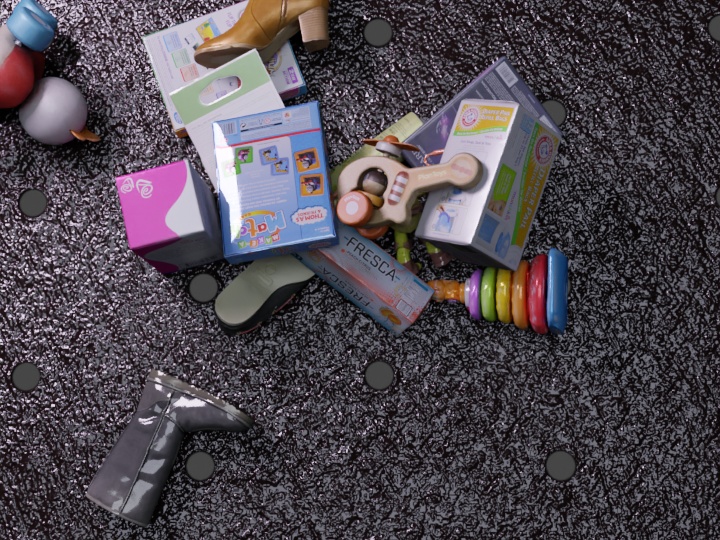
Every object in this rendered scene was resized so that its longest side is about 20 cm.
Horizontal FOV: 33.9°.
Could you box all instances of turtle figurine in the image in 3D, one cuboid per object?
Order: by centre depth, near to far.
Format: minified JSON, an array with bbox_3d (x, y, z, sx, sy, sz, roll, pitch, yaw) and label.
[{"bbox_3d":[0.071,-0.078,1.621,0.200,0.064,0.161,-24,104,3],"label":"turtle figurine"}]

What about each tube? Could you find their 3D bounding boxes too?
[{"bbox_3d":[0.007,-0.147,1.669,0.200,0.058,0.052,-36,93,-2],"label":"tube"}]

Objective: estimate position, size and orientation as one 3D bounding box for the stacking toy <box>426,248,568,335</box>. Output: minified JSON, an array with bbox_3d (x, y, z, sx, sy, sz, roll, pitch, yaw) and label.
[{"bbox_3d":[0.183,0.031,1.623,0.200,0.116,0.110,1,79,13],"label":"stacking toy"}]

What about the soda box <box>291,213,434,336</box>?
[{"bbox_3d":[0.000,0.000,1.615,0.200,0.068,0.064,38,62,-4],"label":"soda box"}]

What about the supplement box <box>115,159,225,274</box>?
[{"bbox_3d":[-0.251,-0.068,1.591,0.101,0.200,0.103,-14,82,-1],"label":"supplement box"}]

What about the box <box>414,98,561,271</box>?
[{"bbox_3d":[0.172,-0.115,1.576,0.101,0.112,0.200,12,81,45],"label":"box"}]

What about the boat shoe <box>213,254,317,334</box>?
[{"bbox_3d":[-0.120,0.013,1.646,0.201,0.063,0.074,-40,77,-18],"label":"boat shoe"}]

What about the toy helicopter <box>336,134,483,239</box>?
[{"bbox_3d":[0.063,-0.125,1.547,0.200,0.079,0.132,-10,73,21],"label":"toy helicopter"}]

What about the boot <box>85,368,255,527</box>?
[{"bbox_3d":[-0.259,0.254,1.610,0.182,0.073,0.200,19,76,18],"label":"boot"}]

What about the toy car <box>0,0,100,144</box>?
[{"bbox_3d":[-0.454,-0.246,1.671,0.200,0.177,0.184,40,98,-22],"label":"toy car"}]

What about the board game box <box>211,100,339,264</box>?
[{"bbox_3d":[-0.115,-0.118,1.577,0.151,0.037,0.200,-10,69,6],"label":"board game box"}]

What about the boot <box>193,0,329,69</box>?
[{"bbox_3d":[-0.144,-0.368,1.665,0.201,0.071,0.144,-11,74,-1],"label":"boot"}]

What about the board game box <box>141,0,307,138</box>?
[{"bbox_3d":[-0.195,-0.296,1.704,0.200,0.040,0.153,-19,81,-1],"label":"board game box"}]

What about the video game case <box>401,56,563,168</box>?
[{"bbox_3d":[0.169,-0.183,1.663,0.200,0.019,0.143,-41,104,-4],"label":"video game case"}]

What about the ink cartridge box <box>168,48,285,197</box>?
[{"bbox_3d":[-0.159,-0.187,1.655,0.145,0.048,0.200,-26,92,9],"label":"ink cartridge box"}]
